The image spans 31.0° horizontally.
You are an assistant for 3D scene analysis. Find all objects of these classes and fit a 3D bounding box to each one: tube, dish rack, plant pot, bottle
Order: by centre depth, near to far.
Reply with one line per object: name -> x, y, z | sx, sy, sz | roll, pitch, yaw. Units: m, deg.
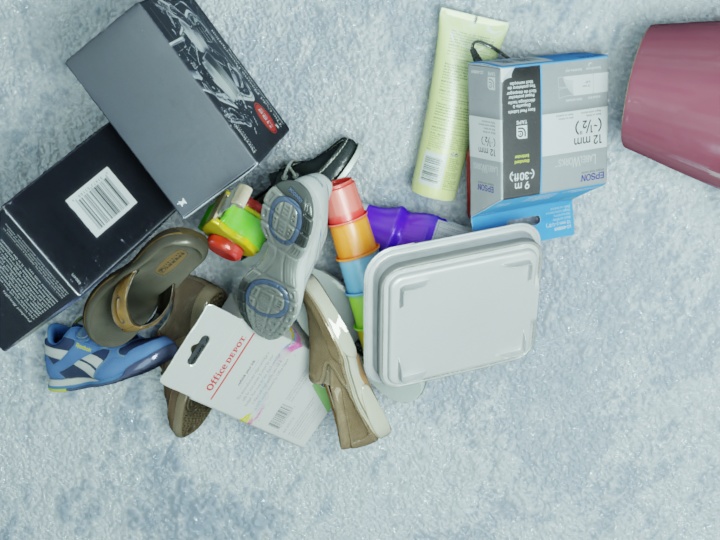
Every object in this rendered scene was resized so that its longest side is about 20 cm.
plant pot -> 0.365, -0.168, 1.303 | 0.178, 0.200, 0.202 | 14, 110, 20
dish rack -> 0.102, 0.044, 1.356 | 0.198, 0.044, 0.173 | -12, 125, -17
tube -> 0.102, -0.177, 1.406 | 0.052, 0.058, 0.202 | 25, 110, 37
bottle -> 0.083, -0.024, 1.435 | 0.198, 0.084, 0.066 | 18, 77, 5

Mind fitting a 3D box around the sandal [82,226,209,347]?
sandal -> -0.229, 0.029, 1.392 | 0.081, 0.055, 0.200 | 21, 132, -42

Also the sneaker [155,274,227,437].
sneaker -> -0.206, 0.097, 1.537 | 0.075, 0.070, 0.202 | 25, 114, 27

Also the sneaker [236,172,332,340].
sneaker -> -0.069, -0.013, 1.364 | 0.074, 0.087, 0.201 | 31, 124, 15

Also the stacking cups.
stacking cups -> 0.000, 0.000, 1.406 | 0.060, 0.061, 0.202 | -16, 101, 13

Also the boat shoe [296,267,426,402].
boat shoe -> -0.004, 0.070, 1.488 | 0.071, 0.064, 0.200 | -43, 96, 16

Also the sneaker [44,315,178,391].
sneaker -> -0.299, 0.091, 1.512 | 0.199, 0.074, 0.083 | -10, 92, 33

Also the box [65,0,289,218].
box -> -0.185, -0.182, 1.373 | 0.104, 0.182, 0.201 | -34, 100, 17

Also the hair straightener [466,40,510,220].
hair straightener -> 0.142, -0.153, 1.400 | 0.041, 0.077, 0.202 | 15, 124, 40

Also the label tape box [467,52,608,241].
label tape box -> 0.187, -0.121, 1.357 | 0.142, 0.066, 0.202 | -10, 105, -30

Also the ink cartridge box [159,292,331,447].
ink cartridge box -> -0.122, 0.106, 1.473 | 0.199, 0.067, 0.118 | 28, 105, -27

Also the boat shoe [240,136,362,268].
boat shoe -> -0.081, -0.084, 1.445 | 0.060, 0.076, 0.200 | 43, 108, -12

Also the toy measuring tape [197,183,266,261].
toy measuring tape -> -0.121, -0.050, 1.356 | 0.073, 0.200, 0.074 | 2, 83, -18

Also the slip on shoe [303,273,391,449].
slip on shoe -> -0.031, 0.103, 1.428 | 0.060, 0.076, 0.201 | -25, 107, -3

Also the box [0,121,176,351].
box -> -0.316, -0.040, 1.393 | 0.124, 0.200, 0.198 | 51, 139, -10
